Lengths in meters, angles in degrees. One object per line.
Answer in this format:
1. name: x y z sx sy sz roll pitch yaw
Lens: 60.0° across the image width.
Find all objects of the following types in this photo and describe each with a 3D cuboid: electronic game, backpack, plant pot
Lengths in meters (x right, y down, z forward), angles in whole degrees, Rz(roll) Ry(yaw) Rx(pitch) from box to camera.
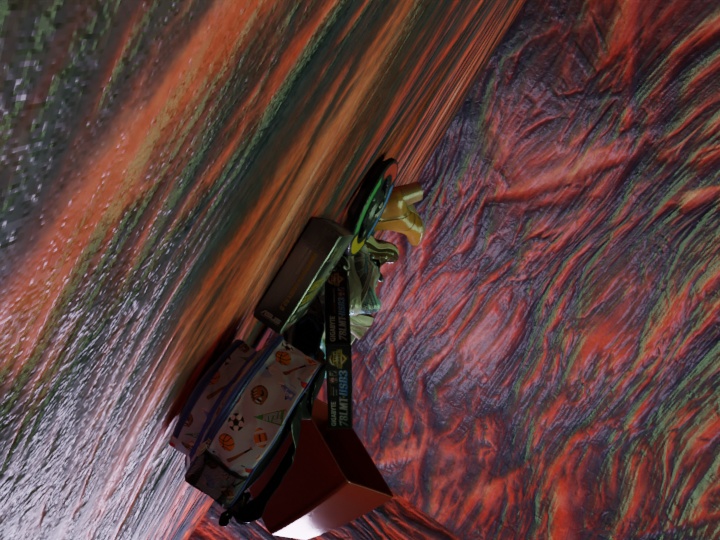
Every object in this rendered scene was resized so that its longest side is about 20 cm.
1. electronic game: 0.021 -0.119 1.182 0.201 0.041 0.200 -60 170 -17
2. backpack: -0.133 0.173 0.777 0.191 0.153 0.201 -49 -171 34
3. plant pot: -0.092 0.364 1.117 0.176 0.200 0.200 -41 144 4

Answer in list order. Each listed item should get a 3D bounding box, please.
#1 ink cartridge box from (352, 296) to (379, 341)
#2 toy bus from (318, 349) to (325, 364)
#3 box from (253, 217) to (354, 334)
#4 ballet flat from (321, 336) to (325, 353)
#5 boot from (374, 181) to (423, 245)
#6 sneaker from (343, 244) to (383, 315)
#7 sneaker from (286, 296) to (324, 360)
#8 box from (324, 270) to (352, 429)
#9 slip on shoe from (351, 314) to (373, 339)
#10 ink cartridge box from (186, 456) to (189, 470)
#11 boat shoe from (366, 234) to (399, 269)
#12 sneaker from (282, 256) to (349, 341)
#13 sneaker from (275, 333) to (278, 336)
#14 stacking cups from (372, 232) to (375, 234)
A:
1. ink cartridge box: -0.054 0.117 1.433 0.201 0.103 0.059 -57 -165 -20
2. toy bus: -0.135 0.177 1.101 0.199 0.065 0.079 -24 150 -49
3. box: -0.076 0.002 0.925 0.159 0.048 0.200 -57 178 5
4. ballet flat: -0.081 0.143 1.310 0.068 0.069 0.202 -112 -174 -52
5. boot: 0.065 -0.108 1.381 0.142 0.071 0.202 -21 145 -10
6. sneaker: 0.000 0.000 1.276 0.078 0.085 0.203 134 -41 -57
7. sneaker: -0.090 0.098 1.067 0.202 0.076 0.086 -91 -161 -44
8. box: -0.038 0.138 1.104 0.200 0.049 0.202 -96 -176 -54
9. slip on shoe: -0.052 0.099 1.344 0.199 0.076 0.061 24 94 -49
10. ink cartridge box: -0.241 0.312 1.131 0.146 0.087 0.200 -57 179 -31
11. boat shoe: 0.025 -0.030 1.407 0.201 0.074 0.076 18 69 -56
12. sneaker: -0.090 0.060 1.220 0.201 0.075 0.081 -57 -173 -14
13. sneaker: -0.129 0.200 1.286 0.072 0.115 0.201 -26 155 -13
14. stacking cups: 0.020 -0.099 1.452 0.201 0.060 0.061 -59 177 29
